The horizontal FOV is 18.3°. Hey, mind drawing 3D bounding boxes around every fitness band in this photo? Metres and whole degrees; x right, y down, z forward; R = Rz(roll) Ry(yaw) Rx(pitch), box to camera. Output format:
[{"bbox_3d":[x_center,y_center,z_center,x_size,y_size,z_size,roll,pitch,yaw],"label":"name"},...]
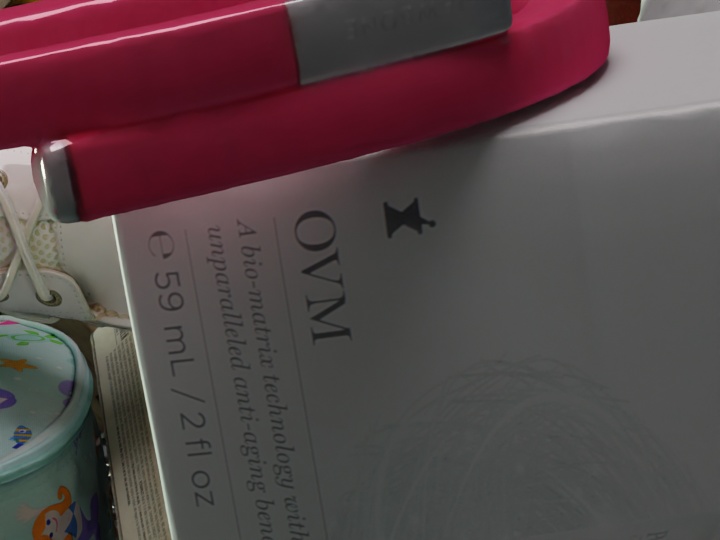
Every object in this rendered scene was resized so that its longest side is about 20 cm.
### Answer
[{"bbox_3d":[-0.037,-0.048,0.524,0.198,0.038,0.144,-14,13,-17],"label":"fitness band"}]

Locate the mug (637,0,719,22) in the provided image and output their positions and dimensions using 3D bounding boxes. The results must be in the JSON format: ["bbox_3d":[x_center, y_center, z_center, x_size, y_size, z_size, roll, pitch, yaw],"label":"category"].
[{"bbox_3d":[0.141,-0.034,0.685,0.146,0.200,0.176,7,61,20],"label":"mug"}]

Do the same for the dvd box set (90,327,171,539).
[{"bbox_3d":[0.000,0.000,0.687,0.200,0.029,0.147,-42,30,12],"label":"dvd box set"}]

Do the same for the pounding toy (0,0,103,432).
[{"bbox_3d":[-0.125,-0.013,0.891,0.142,0.184,0.200,-31,19,29],"label":"pounding toy"}]

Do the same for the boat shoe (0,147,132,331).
[{"bbox_3d":[-0.103,-0.014,0.683,0.199,0.071,0.069,13,19,35],"label":"boat shoe"}]

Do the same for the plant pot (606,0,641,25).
[{"bbox_3d":[0.150,-0.093,1.002,0.199,0.197,0.201,-2,17,1],"label":"plant pot"}]

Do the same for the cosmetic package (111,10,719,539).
[{"bbox_3d":[0.058,0.048,0.560,0.198,0.201,0.123,-9,15,4],"label":"cosmetic package"}]

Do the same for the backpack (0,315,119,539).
[{"bbox_3d":[-0.180,0.073,0.730,0.198,0.152,0.178,-4,15,-2],"label":"backpack"}]
